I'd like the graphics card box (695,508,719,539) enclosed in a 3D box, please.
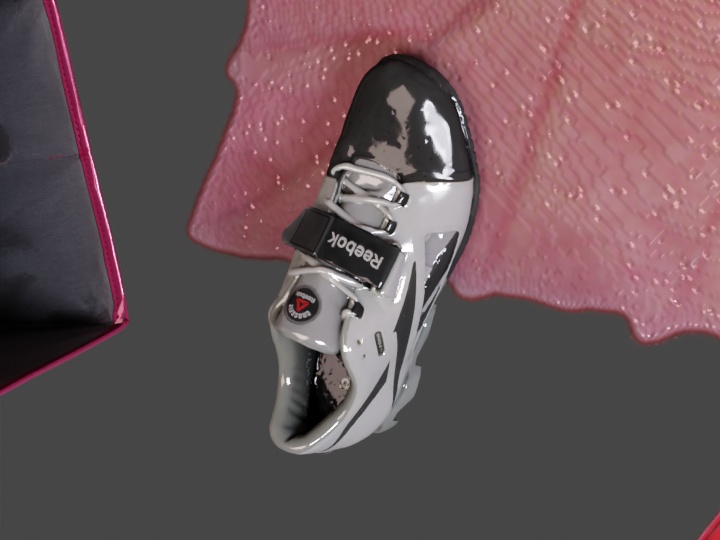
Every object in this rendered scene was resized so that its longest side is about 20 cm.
[{"bbox_3d":[0.230,0.181,0.886,0.200,0.051,0.126,40,121,15],"label":"graphics card box"}]

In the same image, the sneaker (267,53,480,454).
[{"bbox_3d":[0.000,0.000,0.944,0.074,0.088,0.202,20,113,25],"label":"sneaker"}]

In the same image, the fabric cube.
[{"bbox_3d":[-0.270,-0.031,1.030,0.198,0.196,0.202,-3,105,33],"label":"fabric cube"}]
